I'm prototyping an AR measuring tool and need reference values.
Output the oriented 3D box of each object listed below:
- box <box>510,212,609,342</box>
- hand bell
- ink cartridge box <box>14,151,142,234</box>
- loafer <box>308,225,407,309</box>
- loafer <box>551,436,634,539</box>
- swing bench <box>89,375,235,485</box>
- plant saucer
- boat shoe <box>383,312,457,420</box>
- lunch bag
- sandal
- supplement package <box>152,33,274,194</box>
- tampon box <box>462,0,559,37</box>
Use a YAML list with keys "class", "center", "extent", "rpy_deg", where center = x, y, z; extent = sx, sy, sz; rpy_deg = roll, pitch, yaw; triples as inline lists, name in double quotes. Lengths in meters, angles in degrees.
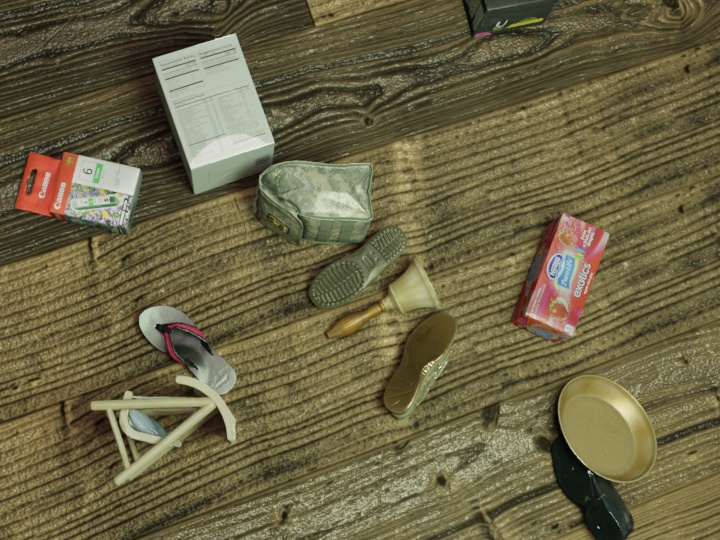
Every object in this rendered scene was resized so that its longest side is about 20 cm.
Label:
- class: "box"
  center: [0.350, 0.015, 1.736]
  extent: [0.095, 0.100, 0.202]
  rpy_deg: [23, 78, -2]
- class: "hand bell"
  center: [0.031, 0.064, 1.705]
  extent: [0.198, 0.104, 0.105]
  rpy_deg: [-27, 83, 1]
- class: "ink cartridge box"
  center: [-0.483, -0.139, 1.681]
  extent: [0.197, 0.050, 0.110]
  rpy_deg: [12, 78, -6]
- class: "loafer"
  center: [0.000, 0.000, 1.713]
  extent: [0.199, 0.067, 0.076]
  rpy_deg: [-34, 81, 4]
- class: "loafer"
  center: [0.400, 0.375, 1.701]
  extent: [0.072, 0.073, 0.202]
  rpy_deg: [-13, 70, -49]
- class: "swing bench"
  center: [-0.301, 0.241, 1.557]
  extent: [0.198, 0.199, 0.131]
  rpy_deg: [-19, 82, -11]
- class: "plant saucer"
  center: [0.418, 0.277, 1.697]
  extent: [0.198, 0.036, 0.202]
  rpy_deg: [14, 52, -18]
- class: "boat shoe"
  center: [0.105, 0.164, 1.703]
  extent: [0.073, 0.063, 0.201]
  rpy_deg: [28, 73, 25]
- class: "lunch bag"
  center: [-0.083, -0.111, 1.670]
  extent: [0.197, 0.164, 0.119]
  rpy_deg: [2, 75, -6]
- class: "sandal"
  center: [-0.288, 0.128, 1.658]
  extent: [0.200, 0.045, 0.075]
  rpy_deg: [41, 77, 2]
- class: "supplement package"
  center: [-0.250, -0.264, 1.684]
  extent: [0.149, 0.152, 0.202]
  rpy_deg: [-19, 82, -11]
- class: "tampon box"
  center: [0.264, -0.558, 1.821]
  extent: [0.148, 0.126, 0.203]
  rpy_deg: [-12, 82, -9]
